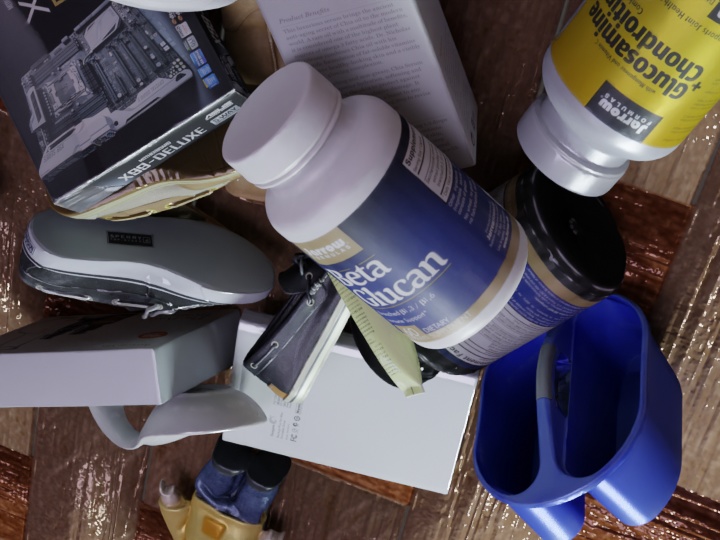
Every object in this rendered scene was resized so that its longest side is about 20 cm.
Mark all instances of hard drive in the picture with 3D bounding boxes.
[{"bbox_3d":[-0.011,0.111,1.296,0.200,0.026,0.132,13,124,3],"label":"hard drive"}]

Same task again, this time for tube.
[{"bbox_3d":[0.000,0.000,1.123,0.052,0.058,0.200,-27,85,31],"label":"tube"}]

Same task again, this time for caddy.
[{"bbox_3d":[0.158,0.104,1.147,0.141,0.200,0.105,-19,127,28],"label":"caddy"}]

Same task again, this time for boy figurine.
[{"bbox_3d":[-0.135,0.235,1.418,0.124,0.064,0.200,28,123,1],"label":"boy figurine"}]

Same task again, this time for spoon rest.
[{"bbox_3d":[-0.160,0.124,1.291,0.200,0.099,0.061,4,97,47],"label":"spoon rest"}]

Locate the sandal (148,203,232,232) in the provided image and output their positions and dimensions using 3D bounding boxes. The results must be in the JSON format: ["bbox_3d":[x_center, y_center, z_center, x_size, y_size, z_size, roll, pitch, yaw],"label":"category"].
[{"bbox_3d":[-0.176,-0.069,1.251,0.078,0.070,0.212,-34,126,20],"label":"sandal"}]

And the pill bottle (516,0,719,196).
[{"bbox_3d":[0.192,-0.145,1.025,0.112,0.112,0.200,36,126,-2],"label":"pill bottle"}]

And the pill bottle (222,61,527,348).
[{"bbox_3d":[0.008,-0.045,1.019,0.111,0.111,0.200,-32,123,33],"label":"pill bottle"}]

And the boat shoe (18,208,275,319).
[{"bbox_3d":[-0.169,0.004,1.219,0.199,0.074,0.068,5,138,-21],"label":"boat shoe"}]

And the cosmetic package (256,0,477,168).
[{"bbox_3d":[0.004,-0.155,1.042,0.101,0.071,0.200,-11,131,16],"label":"cosmetic package"}]

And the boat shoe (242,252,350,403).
[{"bbox_3d":[-0.032,0.009,1.204,0.062,0.075,0.200,26,105,-4],"label":"boat shoe"}]

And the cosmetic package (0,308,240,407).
[{"bbox_3d":[-0.219,0.073,1.295,0.200,0.151,0.052,-3,101,23],"label":"cosmetic package"}]

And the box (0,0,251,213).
[{"bbox_3d":[-0.191,-0.167,1.120,0.158,0.050,0.200,-30,77,10],"label":"box"}]

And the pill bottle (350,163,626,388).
[{"bbox_3d":[0.091,0.011,1.161,0.200,0.112,0.112,-33,104,34],"label":"pill bottle"}]

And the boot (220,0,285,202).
[{"bbox_3d":[-0.027,-0.143,1.149,0.175,0.066,0.200,10,126,19],"label":"boot"}]

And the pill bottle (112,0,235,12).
[{"bbox_3d":[-0.126,-0.281,1.029,0.112,0.112,0.200,0,85,22],"label":"pill bottle"}]

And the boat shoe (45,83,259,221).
[{"bbox_3d":[-0.136,-0.087,1.155,0.200,0.066,0.074,-14,78,14],"label":"boat shoe"}]
